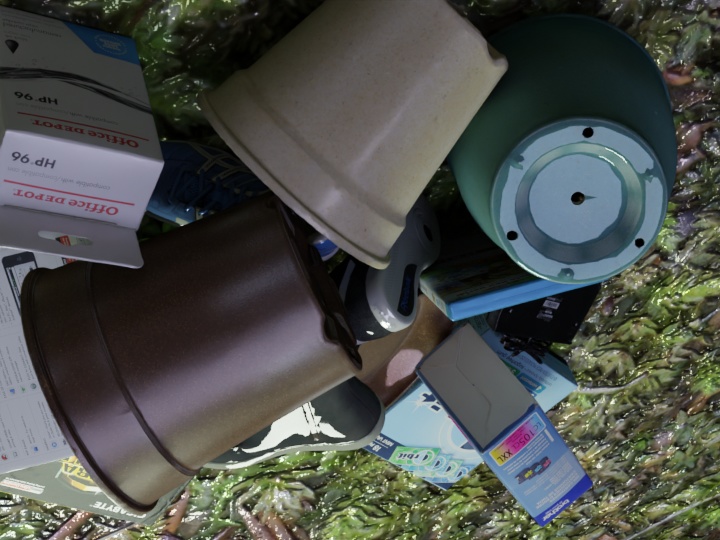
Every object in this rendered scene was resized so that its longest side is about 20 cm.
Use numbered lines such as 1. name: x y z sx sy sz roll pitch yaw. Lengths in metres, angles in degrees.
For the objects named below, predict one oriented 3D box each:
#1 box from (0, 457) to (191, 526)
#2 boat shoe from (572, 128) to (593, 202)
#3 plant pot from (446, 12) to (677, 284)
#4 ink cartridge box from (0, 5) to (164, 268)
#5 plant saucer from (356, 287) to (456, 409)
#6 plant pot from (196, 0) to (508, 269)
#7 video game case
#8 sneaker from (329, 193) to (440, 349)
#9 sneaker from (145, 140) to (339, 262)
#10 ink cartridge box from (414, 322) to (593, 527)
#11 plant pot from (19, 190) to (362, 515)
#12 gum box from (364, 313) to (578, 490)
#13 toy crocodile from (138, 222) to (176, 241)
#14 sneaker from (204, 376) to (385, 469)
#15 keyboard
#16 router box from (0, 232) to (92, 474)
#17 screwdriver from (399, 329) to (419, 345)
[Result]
1. box: -0.253 0.171 1.270 0.199 0.050 0.160 23 119 -36
2. boat shoe: 0.182 -0.097 1.163 0.072 0.068 0.200 28 118 -39
3. plant pot: 0.166 -0.085 1.031 0.198 0.188 0.202 1 115 3
4. ink cartridge box: -0.210 -0.098 0.915 0.115 0.201 0.068 9 129 -28
5. plant saucer: 0.010 0.082 1.211 0.200 0.037 0.201 -36 155 -20
6. plant pot: 0.007 -0.136 0.988 0.184 0.201 0.200 -47 131 10
7. video game case: 0.121 -0.005 1.148 0.142 0.200 0.018 -14 105 -8
8. sneaker: 0.000 0.000 1.124 0.111 0.200 0.073 -26 110 26
9. sneaker: -0.104 -0.061 1.045 0.198 0.077 0.076 16 86 -7
10. ink cartridge box: 0.150 0.164 1.281 0.076 0.137 0.200 -40 135 1
11. plant pot: -0.115 0.050 0.954 0.197 0.201 0.201 -25 136 5
12. gum box: 0.108 0.140 1.380 0.200 0.045 0.170 -40 133 19
13. toy crocodile: -0.111 -0.019 1.127 0.198 0.068 0.062 -13 140 -6
14. sneaker: -0.087 0.106 1.083 0.198 0.075 0.106 -11 138 19
15. keyboard: 0.170 0.037 1.274 0.200 0.040 0.105 14 106 -57
16. router box: -0.278 0.062 1.080 0.178 0.049 0.202 -13 108 0
17. screwdriver: -0.010 0.034 1.246 0.199 0.028 0.029 28 87 -38
